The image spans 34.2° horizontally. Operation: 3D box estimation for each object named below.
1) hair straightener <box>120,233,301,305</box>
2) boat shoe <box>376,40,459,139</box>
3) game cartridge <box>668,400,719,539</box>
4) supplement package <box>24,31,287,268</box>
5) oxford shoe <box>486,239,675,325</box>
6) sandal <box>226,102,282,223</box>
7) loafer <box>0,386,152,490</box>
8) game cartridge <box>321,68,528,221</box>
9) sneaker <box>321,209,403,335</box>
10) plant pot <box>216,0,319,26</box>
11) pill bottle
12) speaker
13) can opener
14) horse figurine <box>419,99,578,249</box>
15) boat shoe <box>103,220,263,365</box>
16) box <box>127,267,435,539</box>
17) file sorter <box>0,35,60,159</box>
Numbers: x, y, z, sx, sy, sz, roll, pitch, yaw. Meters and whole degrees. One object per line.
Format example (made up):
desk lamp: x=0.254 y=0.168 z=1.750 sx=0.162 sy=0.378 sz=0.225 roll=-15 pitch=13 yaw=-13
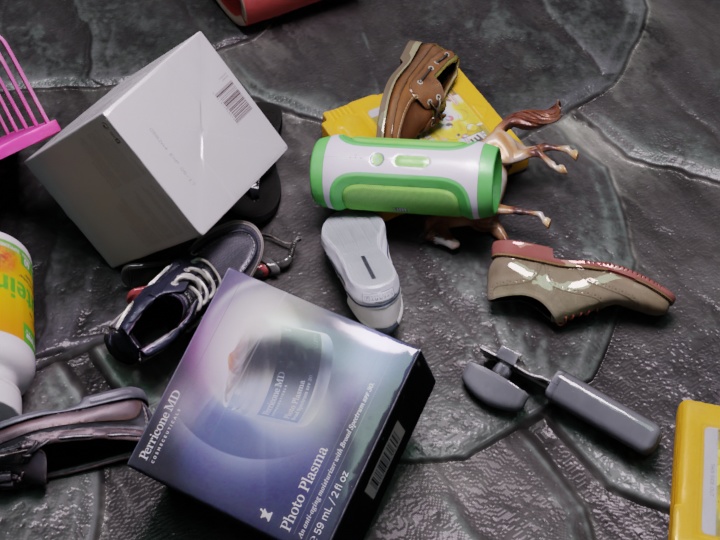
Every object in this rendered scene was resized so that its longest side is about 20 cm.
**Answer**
hair straightener: x=-0.161 y=-0.015 z=1.262 sx=0.199 sy=0.041 sz=0.077 roll=-16 pitch=52 yaw=-12
boat shoe: x=0.068 y=-0.201 z=1.367 sx=0.068 sy=0.072 sz=0.201 roll=11 pitch=51 yaw=11
game cartridge: x=0.375 y=0.223 z=1.074 sx=0.175 sy=0.033 sz=0.201 roll=10 pitch=50 yaw=7
supplement package: x=-0.214 y=-0.120 z=1.218 sx=0.152 sy=0.199 sz=0.151 roll=52 pitch=55 yaw=-17
oxford shoe: x=0.229 y=0.027 z=1.236 sx=0.199 sy=0.070 sz=0.075 roll=13 pitch=77 yaw=8
sandal: x=-0.127 y=-0.136 z=1.363 sx=0.075 sy=0.045 sz=0.201 roll=1 pitch=50 yaw=-1
loafer: x=-0.287 y=0.168 z=1.091 sx=0.199 sy=0.072 sz=0.063 roll=-18 pitch=57 yaw=-20
game cartridge: x=0.072 y=-0.155 z=1.393 sx=0.199 sy=0.033 sz=0.177 roll=-21 pitch=53 yaw=-19
sneaker: x=0.000 y=0.000 z=1.241 sx=0.072 sy=0.071 sz=0.200 roll=-8 pitch=30 yaw=-3
plant pot: x=-0.112 y=-0.422 z=1.520 sx=0.177 sy=0.201 sz=0.201 roll=-31 pitch=57 yaw=-14
pill bottle: x=-0.375 y=0.067 z=1.144 sx=0.110 sy=0.111 sz=0.201 roll=-8 pitch=51 yaw=-8
speaker: x=0.050 y=-0.102 z=1.267 sx=0.199 sy=0.089 sz=0.089 roll=4 pitch=49 yaw=14
can opener: x=0.195 y=0.135 z=1.153 sx=0.199 sy=0.053 sz=0.067 roll=30 pitch=88 yaw=21
horse figurine: x=0.162 y=-0.100 z=1.311 sx=0.132 sy=0.050 sz=0.201 roll=19 pitch=81 yaw=18
boat shoe: x=-0.166 y=0.020 z=1.178 sx=0.200 sy=0.093 sz=0.075 roll=-45 pitch=101 yaw=-18
box: x=-0.067 y=0.135 z=1.048 sx=0.197 sy=0.123 sz=0.201 roll=22 pitch=76 yaw=18
file sorter: x=-0.439 y=-0.171 z=1.268 sx=0.139 sy=0.126 sz=0.200 roll=-32 pitch=17 yaw=-25
